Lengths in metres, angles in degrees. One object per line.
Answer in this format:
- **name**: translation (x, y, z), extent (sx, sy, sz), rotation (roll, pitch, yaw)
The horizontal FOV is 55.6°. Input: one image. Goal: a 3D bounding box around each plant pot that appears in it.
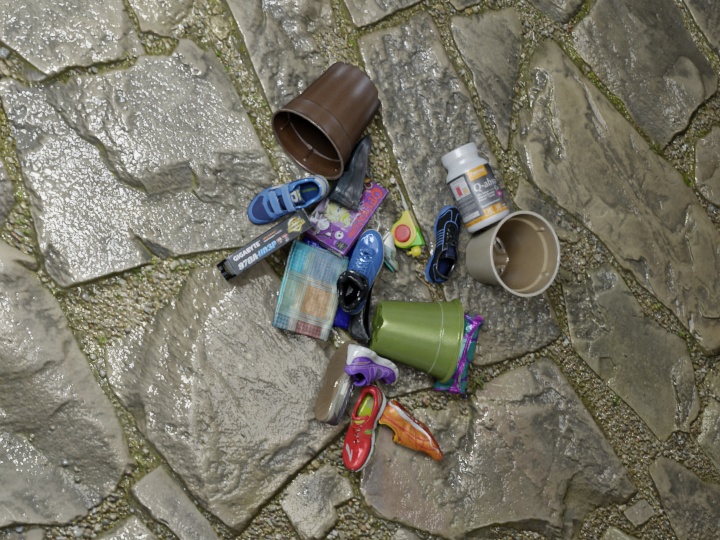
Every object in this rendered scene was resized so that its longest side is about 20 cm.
- **plant pot**: translation (0.123, 0.147, 1.609), extent (0.186, 0.200, 0.204), rotation (12, 84, -8)
- **plant pot**: translation (0.359, -0.038, 1.695), extent (0.197, 0.183, 0.205), rotation (1, 88, -21)
- **plant pot**: translation (-0.065, -0.347, 1.544), extent (0.200, 0.200, 0.199), rotation (44, 67, -14)

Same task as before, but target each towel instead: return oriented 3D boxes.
- **towel**: translation (-0.111, 0.045, 1.542), extent (0.144, 0.022, 0.204), rotation (17, 80, -21)
- **towel**: translation (-0.077, 0.026, 1.593), extent (0.145, 0.049, 0.204), rotation (11, 84, -20)

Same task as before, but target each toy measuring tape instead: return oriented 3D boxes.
- **toy measuring tape**: translation (0.094, -0.123, 1.666), extent (0.072, 0.074, 0.203), rotation (-18, 78, -20)

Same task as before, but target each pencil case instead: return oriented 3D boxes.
- **pencil case**: translation (0.244, 0.207, 1.691), extent (0.084, 0.092, 0.204), rotation (19, 80, -19)

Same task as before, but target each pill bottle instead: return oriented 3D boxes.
- **pill bottle**: translation (0.282, -0.206, 1.702), extent (0.115, 0.116, 0.203), rotation (-24, 89, -20)

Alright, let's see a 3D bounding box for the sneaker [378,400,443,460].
- **sneaker**: translation (0.121, 0.398, 1.659), extent (0.200, 0.073, 0.077), rotation (43, 95, -10)

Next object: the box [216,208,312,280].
- **box**: translation (-0.211, -0.054, 1.485), extent (0.199, 0.159, 0.046), rotation (-35, 97, -18)

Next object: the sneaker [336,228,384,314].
- **sneaker**: translation (0.001, 0.001, 1.535), extent (0.076, 0.111, 0.203), rotation (21, 88, 7)

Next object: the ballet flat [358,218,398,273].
- **ballet flat**: translation (0.032, -0.080, 1.629), extent (0.199, 0.069, 0.071), rotation (40, 87, -12)

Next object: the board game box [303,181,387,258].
- **board game box**: translation (-0.036, -0.136, 1.584), extent (0.119, 0.032, 0.201), rotation (32, 66, 6)

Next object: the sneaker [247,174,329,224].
- **sneaker**: translation (-0.164, -0.162, 1.535), extent (0.197, 0.082, 0.075), rotation (-24, 101, -1)

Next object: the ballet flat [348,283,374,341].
- **ballet flat**: translation (0.017, 0.066, 1.616), extent (0.066, 0.056, 0.204), rotation (10, 90, -63)

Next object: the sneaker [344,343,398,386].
- **sneaker**: translation (0.017, 0.231, 1.573), extent (0.199, 0.080, 0.085), rotation (36, 72, -51)

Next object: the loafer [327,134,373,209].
- **loafer**: translation (-0.008, -0.227, 1.586), extent (0.072, 0.073, 0.202), rotation (31, 64, -14)

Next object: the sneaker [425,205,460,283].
- **sneaker**: translation (0.218, -0.065, 1.697), extent (0.069, 0.078, 0.204), rotation (15, 83, -20)

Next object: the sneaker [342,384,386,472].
- **sneaker**: translation (-0.003, 0.360, 1.583), extent (0.076, 0.085, 0.203), rotation (10, 73, 23)

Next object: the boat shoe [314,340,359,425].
- **boat shoe**: translation (-0.044, 0.263, 1.592), extent (0.065, 0.071, 0.203), rotation (41, 60, -40)
